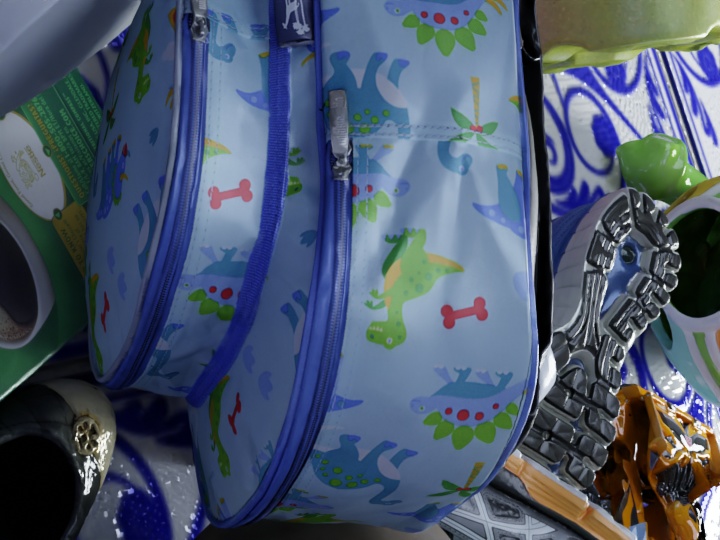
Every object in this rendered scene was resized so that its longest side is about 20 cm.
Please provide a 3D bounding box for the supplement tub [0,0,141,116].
[{"bbox_3d":[-0.159,-0.164,0.762,0.200,0.145,0.145,51,35,1],"label":"supplement tub"}]

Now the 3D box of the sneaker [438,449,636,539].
[{"bbox_3d":[0.059,0.118,0.984,0.200,0.078,0.077,35,84,-12],"label":"sneaker"}]

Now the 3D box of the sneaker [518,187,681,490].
[{"bbox_3d":[0.086,0.049,1.083,0.079,0.089,0.200,45,61,-22],"label":"sneaker"}]

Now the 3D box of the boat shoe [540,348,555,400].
[{"bbox_3d":[0.000,0.000,0.987,0.200,0.074,0.067,45,51,5],"label":"boat shoe"}]

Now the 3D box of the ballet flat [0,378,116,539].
[{"bbox_3d":[-0.136,0.101,0.767,0.067,0.057,0.200,59,35,-16],"label":"ballet flat"}]

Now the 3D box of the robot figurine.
[{"bbox_3d":[0.157,0.151,1.143,0.145,0.058,0.201,29,51,-47],"label":"robot figurine"}]

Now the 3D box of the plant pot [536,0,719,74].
[{"bbox_3d":[0.128,-0.208,1.200,0.200,0.200,0.185,-11,93,-55],"label":"plant pot"}]

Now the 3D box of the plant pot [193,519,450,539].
[{"bbox_3d":[-0.020,0.172,0.798,0.200,0.199,0.174,56,20,-18],"label":"plant pot"}]

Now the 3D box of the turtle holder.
[{"bbox_3d":[0.226,-0.006,1.249,0.131,0.141,0.186,21,57,-46],"label":"turtle holder"}]

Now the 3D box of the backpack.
[{"bbox_3d":[-0.021,-0.011,0.764,0.146,0.183,0.201,3,65,-17],"label":"backpack"}]

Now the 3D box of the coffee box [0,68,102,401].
[{"bbox_3d":[-0.157,-0.013,0.808,0.123,0.044,0.200,60,35,-13],"label":"coffee box"}]

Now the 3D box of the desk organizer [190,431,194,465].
[{"bbox_3d":[-0.040,-0.025,0.914,0.077,0.072,0.201,-4,75,-9],"label":"desk organizer"}]
